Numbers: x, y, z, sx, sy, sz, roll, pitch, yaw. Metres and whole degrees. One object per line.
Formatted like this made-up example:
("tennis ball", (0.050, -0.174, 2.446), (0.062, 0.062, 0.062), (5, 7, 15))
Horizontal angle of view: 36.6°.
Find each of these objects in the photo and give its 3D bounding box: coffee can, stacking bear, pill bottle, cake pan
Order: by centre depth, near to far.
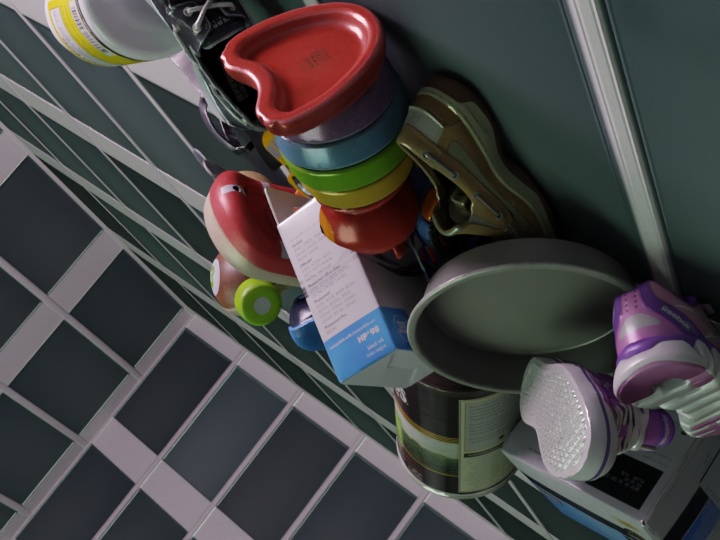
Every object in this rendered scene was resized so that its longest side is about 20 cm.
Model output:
("stacking bear", (-0.009, -0.091, 0.834), (0.122, 0.113, 0.201), (55, 172, 43))
("cake pan", (0.137, 0.038, 0.879), (0.198, 0.037, 0.201), (3, 146, 2))
("pill bottle", (-0.215, -0.241, 0.968), (0.114, 0.115, 0.200), (44, 167, -25))
("coffee can", (0.105, 0.124, 1.135), (0.146, 0.146, 0.201), (32, 148, 29))

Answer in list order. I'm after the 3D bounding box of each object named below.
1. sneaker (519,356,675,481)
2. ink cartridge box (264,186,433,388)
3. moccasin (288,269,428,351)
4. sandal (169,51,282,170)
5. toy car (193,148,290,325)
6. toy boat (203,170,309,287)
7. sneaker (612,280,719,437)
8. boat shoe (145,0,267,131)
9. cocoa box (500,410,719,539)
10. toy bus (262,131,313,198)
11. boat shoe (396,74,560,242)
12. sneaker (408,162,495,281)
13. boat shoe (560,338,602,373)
("sneaker", (0.190, 0.110, 0.813), (0.113, 0.073, 0.201), (14, -170, -1))
("ink cartridge box", (0.000, 0.000, 0.978), (0.115, 0.066, 0.202), (12, -130, -56))
("moccasin", (0.017, 0.024, 1.165), (0.069, 0.198, 0.081), (-102, 2, -47))
("sandal", (-0.141, -0.159, 1.122), (0.200, 0.043, 0.076), (46, 180, 35))
("toy car", (-0.152, -0.060, 1.369), (0.201, 0.157, 0.164), (57, 172, -23))
("toy boat", (-0.068, -0.064, 1.186), (0.198, 0.131, 0.131), (10, -140, -33))
("sneaker", (0.248, 0.064, 0.809), (0.199, 0.080, 0.089), (26, -138, -44))
("boat shoe", (-0.121, -0.198, 0.868), (0.068, 0.071, 0.201), (32, 150, 56))
("cocoa box", (0.264, 0.188, 1.052), (0.131, 0.134, 0.199), (45, 166, -31))
("toy bus", (-0.040, -0.125, 0.982), (0.078, 0.065, 0.200), (40, 168, -5))
("boat shoe", (0.084, -0.056, 0.834), (0.071, 0.076, 0.200), (23, 160, 50))
("sneaker", (0.076, -0.038, 0.982), (0.078, 0.075, 0.201), (47, 168, 29))
("boat shoe", (0.178, 0.056, 1.003), (0.201, 0.060, 0.072), (28, 164, 42))
